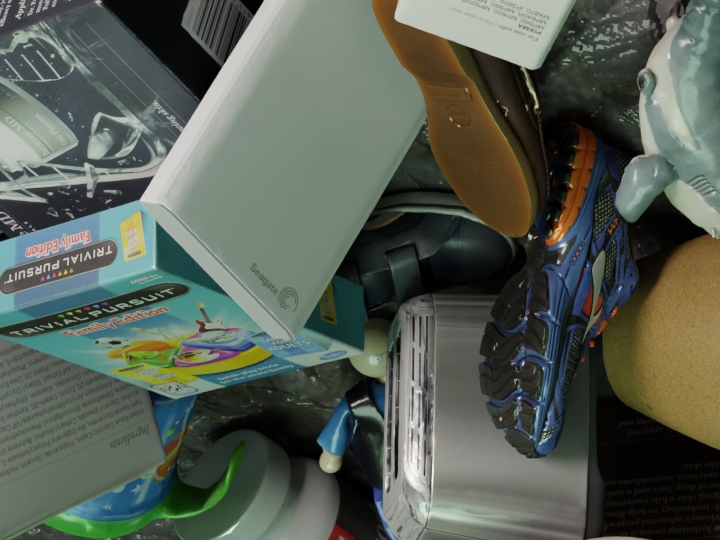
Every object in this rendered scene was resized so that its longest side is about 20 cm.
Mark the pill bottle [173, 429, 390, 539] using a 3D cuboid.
[{"bbox_3d":[-0.035,0.207,2.002,0.116,0.116,0.200,-21,133,37],"label":"pill bottle"}]

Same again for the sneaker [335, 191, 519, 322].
[{"bbox_3d":[0.000,0.000,1.747,0.199,0.080,0.079,0,142,14],"label":"sneaker"}]

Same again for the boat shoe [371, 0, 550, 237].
[{"bbox_3d":[0.072,-0.107,1.573,0.070,0.070,0.200,17,145,35],"label":"boat shoe"}]

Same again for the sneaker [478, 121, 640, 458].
[{"bbox_3d":[0.129,0.016,1.647,0.078,0.201,0.075,14,179,-25],"label":"sneaker"}]

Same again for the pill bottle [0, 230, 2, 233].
[{"bbox_3d":[-0.316,-0.045,1.663,0.114,0.200,0.115,26,127,42],"label":"pill bottle"}]

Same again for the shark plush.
[{"bbox_3d":[0.206,-0.104,1.555,0.083,0.091,0.201,20,124,24],"label":"shark plush"}]

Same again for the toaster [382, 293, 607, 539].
[{"bbox_3d":[0.083,0.091,1.723,0.129,0.201,0.114,4,163,-7],"label":"toaster"}]

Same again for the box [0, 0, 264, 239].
[{"bbox_3d":[-0.149,-0.113,1.604,0.196,0.124,0.200,-15,136,35],"label":"box"}]

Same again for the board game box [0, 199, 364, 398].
[{"bbox_3d":[-0.116,0.020,1.647,0.151,0.047,0.200,-15,157,33],"label":"board game box"}]

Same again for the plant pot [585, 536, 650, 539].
[{"bbox_3d":[0.145,0.272,1.678,0.199,0.201,0.134,16,162,-5],"label":"plant pot"}]

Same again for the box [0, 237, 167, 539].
[{"bbox_3d":[-0.271,0.082,1.757,0.198,0.200,0.172,-11,97,37],"label":"box"}]

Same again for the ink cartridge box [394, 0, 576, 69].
[{"bbox_3d":[0.093,-0.219,1.364,0.083,0.145,0.200,18,143,-5],"label":"ink cartridge box"}]

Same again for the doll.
[{"bbox_3d":[0.040,0.117,1.881,0.136,0.048,0.201,-25,115,-3],"label":"doll"}]

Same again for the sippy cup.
[{"bbox_3d":[-0.172,0.092,1.889,0.177,0.140,0.131,3,139,-28],"label":"sippy cup"}]

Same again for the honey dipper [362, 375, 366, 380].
[{"bbox_3d":[0.068,0.131,1.943,0.038,0.038,0.200,-19,129,37],"label":"honey dipper"}]

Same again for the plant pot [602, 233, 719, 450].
[{"bbox_3d":[0.253,0.041,1.662,0.199,0.187,0.187,4,145,35],"label":"plant pot"}]

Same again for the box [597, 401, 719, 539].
[{"bbox_3d":[0.235,0.206,1.848,0.165,0.201,0.164,-6,141,25],"label":"box"}]

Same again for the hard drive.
[{"bbox_3d":[-0.030,-0.080,1.547,0.027,0.200,0.132,10,152,45],"label":"hard drive"}]
